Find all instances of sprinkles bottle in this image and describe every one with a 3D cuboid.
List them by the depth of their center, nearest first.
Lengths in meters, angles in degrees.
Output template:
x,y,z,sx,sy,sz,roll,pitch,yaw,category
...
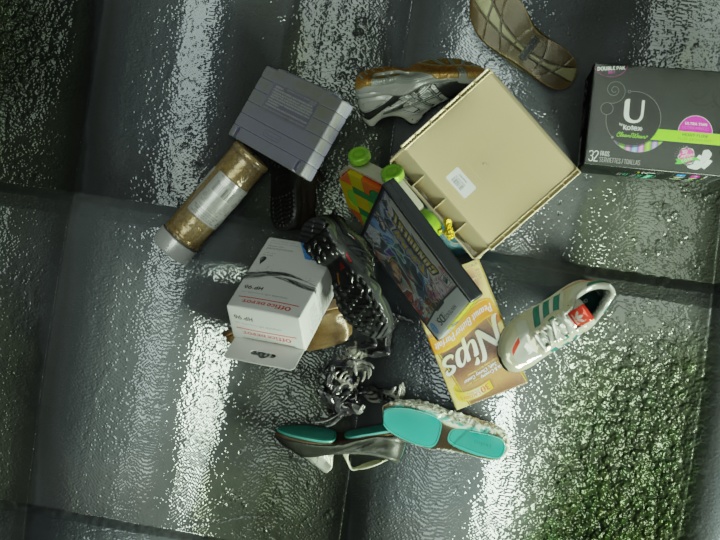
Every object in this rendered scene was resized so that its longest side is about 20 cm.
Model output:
x,y,z,sx,sy,sz,roll,pitch,yaw,category
-0.229,-0.103,1.581,0.068,0.068,0.200,42,95,5,sprinkles bottle

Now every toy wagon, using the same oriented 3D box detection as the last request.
x,y,z,sx,sy,sz,roll,pitch,yaw,category
0.050,-0.090,1.490,0.040,0.155,0.200,-41,50,-21,toy wagon

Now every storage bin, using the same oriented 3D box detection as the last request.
x,y,z,sx,sy,sz,roll,pitch,yaw,category
0.176,-0.150,1.488,0.198,0.094,0.200,-41,90,5,storage bin

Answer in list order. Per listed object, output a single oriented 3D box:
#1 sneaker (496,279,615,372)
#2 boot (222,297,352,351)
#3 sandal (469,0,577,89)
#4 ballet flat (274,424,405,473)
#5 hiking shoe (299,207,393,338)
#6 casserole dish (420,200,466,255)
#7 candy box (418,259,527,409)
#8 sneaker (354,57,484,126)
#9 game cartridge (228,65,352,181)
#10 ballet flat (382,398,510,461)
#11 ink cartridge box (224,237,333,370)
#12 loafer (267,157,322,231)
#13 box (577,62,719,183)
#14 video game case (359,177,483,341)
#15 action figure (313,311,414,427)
x,y,z,sx,sy,sz,roll,pitch,yaw,category
0.284,0.073,1.489,0.200,0.093,0.070,-34,92,-17,sneaker
-0.110,0.094,1.571,0.199,0.074,0.076,-12,95,3,boot
0.239,-0.346,1.549,0.200,0.054,0.080,39,99,-10,sandal
-0.031,0.271,1.563,0.199,0.068,0.069,-1,98,6,ballet flat
0.000,0.000,1.490,0.076,0.101,0.200,-28,94,38,hiking shoe
0.177,-0.108,1.557,0.200,0.039,0.121,-34,87,4,casserole dish
0.160,0.094,1.548,0.115,0.055,0.200,-22,86,6,candy box
0.092,-0.266,1.560,0.199,0.076,0.088,-7,119,-3,sneaker
-0.105,-0.223,1.536,0.200,0.038,0.130,33,90,44,game cartridge
0.126,0.234,1.543,0.200,0.072,0.072,18,91,-2,ballet flat
-0.115,0.045,1.501,0.116,0.200,0.068,8,133,17,ink cartridge box
-0.096,-0.153,1.577,0.073,0.071,0.201,-4,76,39,loafer
0.423,-0.209,1.490,0.199,0.124,0.149,5,91,7,box
0.079,-0.010,1.447,0.025,0.181,0.200,-33,79,-20,video game case
0.006,0.149,1.534,0.102,0.119,0.200,19,83,40,action figure
